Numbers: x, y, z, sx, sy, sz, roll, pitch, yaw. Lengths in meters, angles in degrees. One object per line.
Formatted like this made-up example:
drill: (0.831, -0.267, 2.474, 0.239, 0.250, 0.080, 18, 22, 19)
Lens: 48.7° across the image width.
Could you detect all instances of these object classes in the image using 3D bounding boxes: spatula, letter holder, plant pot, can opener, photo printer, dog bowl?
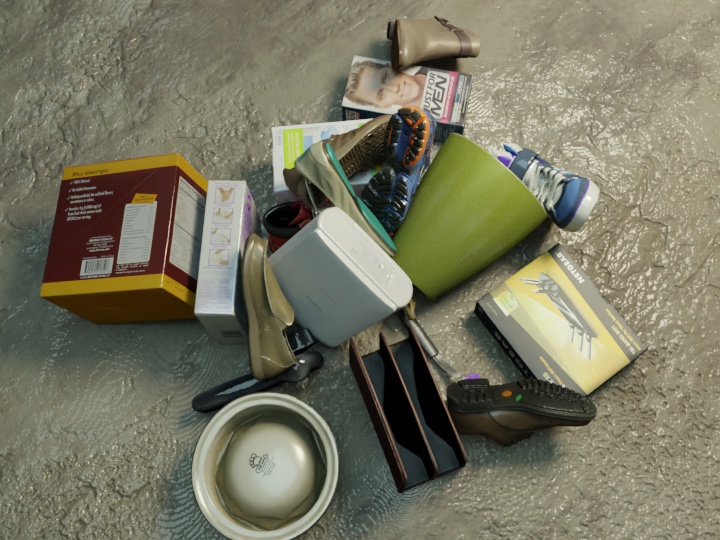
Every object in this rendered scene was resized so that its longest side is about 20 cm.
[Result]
spatula: (0.120, 0.133, 1.155, 0.056, 0.021, 0.200, -30, 67, -28)
letter holder: (0.063, 0.180, 1.076, 0.100, 0.142, 0.201, -20, 70, -6)
plant pot: (0.134, -0.062, 1.158, 0.187, 0.187, 0.200, 42, 91, 15)
can opener: (-0.146, 0.156, 1.138, 0.199, 0.063, 0.079, -27, 68, 3)
photo printer: (-0.044, 0.019, 1.103, 0.166, 0.200, 0.070, 45, 50, -10)
dog bowl: (-0.125, 0.272, 1.085, 0.198, 0.074, 0.202, -1, 70, 2)

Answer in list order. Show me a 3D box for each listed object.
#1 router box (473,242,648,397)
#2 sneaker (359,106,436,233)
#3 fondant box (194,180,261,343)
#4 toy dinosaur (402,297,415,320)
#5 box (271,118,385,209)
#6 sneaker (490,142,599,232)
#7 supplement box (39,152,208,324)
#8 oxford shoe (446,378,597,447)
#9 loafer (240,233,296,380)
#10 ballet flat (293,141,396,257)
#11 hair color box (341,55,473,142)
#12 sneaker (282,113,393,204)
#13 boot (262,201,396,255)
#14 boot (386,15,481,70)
router box: (0.286, 0.085, 1.153, 0.157, 0.052, 0.200, -34, 73, -10)
sneaker: (0.062, -0.137, 1.123, 0.075, 0.201, 0.078, 35, 33, 19)
fondant box: (-0.188, -0.009, 1.152, 0.058, 0.144, 0.202, 0, 70, 3)
toy dinosaur: (0.000, 0.000, 1.160, 0.200, 0.101, 0.058, 41, 50, -11)
box: (-0.032, -0.157, 1.226, 0.198, 0.101, 0.113, -4, 70, 0)
sneaker: (0.254, -0.127, 1.160, 0.146, 0.200, 0.081, 25, 105, -4)
supplement box: (-0.326, -0.042, 1.150, 0.196, 0.133, 0.202, -4, 69, 17)
oxford shoe: (0.219, 0.197, 1.084, 0.198, 0.073, 0.085, 1, 114, 14)
loafer: (-0.123, 0.048, 1.076, 0.067, 0.076, 0.202, -5, 104, -6)
ballet flat: (-0.024, -0.085, 1.087, 0.069, 0.069, 0.201, -41, 117, -13)
hair color box: (0.075, -0.276, 1.290, 0.198, 0.061, 0.101, 10, 70, 6)
sneaker: (-0.025, -0.176, 1.142, 0.199, 0.071, 0.075, -36, 52, -20)
boot: (-0.040, -0.058, 1.168, 0.198, 0.144, 0.073, -4, 68, -1)
boot: (0.120, -0.362, 1.272, 0.145, 0.071, 0.201, 5, 34, -7)
